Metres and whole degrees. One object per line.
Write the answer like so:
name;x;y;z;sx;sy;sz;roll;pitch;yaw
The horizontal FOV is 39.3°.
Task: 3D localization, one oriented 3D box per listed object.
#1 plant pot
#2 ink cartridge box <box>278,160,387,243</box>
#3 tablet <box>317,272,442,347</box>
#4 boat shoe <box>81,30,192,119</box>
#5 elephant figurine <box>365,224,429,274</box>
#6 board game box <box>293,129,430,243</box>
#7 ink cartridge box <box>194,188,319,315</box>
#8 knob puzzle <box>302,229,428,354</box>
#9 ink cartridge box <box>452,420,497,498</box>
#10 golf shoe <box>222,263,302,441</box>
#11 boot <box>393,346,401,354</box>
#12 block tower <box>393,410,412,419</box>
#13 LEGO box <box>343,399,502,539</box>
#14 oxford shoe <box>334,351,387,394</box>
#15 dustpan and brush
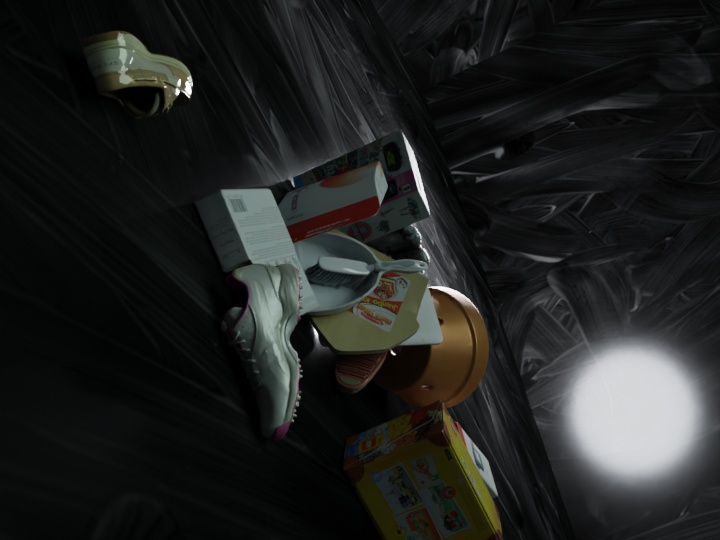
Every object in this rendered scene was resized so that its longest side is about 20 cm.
plant pot;0.090;0.123;1.636;0.139;0.199;0.203;8;57;-55
ink cartridge box;-0.048;-0.097;1.469;0.200;0.160;0.051;-64;135;-74
tablet;0.021;0.055;1.508;0.014;0.197;0.132;119;-36;-48
boat shoe;-0.239;-0.200;1.100;0.200;0.073;0.068;10;70;-73
elephant figurine;-0.001;-0.005;1.633;0.142;0.198;0.156;55;-19;23
board game box;-0.001;-0.119;1.609;0.065;0.197;0.149;55;17;-45
ink cartridge box;-0.126;-0.017;1.281;0.200;0.043;0.176;-21;88;-77
knob puzzle;-0.007;0.049;1.472;0.031;0.216;0.222;119;-35;-48
ink cartridge box;0.127;0.309;1.588;0.200;0.115;0.068;51;20;-48
golf shoe;-0.113;0.088;1.128;0.090;0.075;0.203;8;68;-24
boot;0.100;0.146;1.898;0.134;0.069;0.200;69;24;-3
block tower;0.122;0.315;1.696;0.201;0.053;0.058;56;18;-40
LEGO box;0.086;0.300;1.365;0.202;0.147;0.077;63;13;-19
oxford shoe;0.005;0.130;1.508;0.201;0.070;0.075;-60;165;-55
dustpan and brush;0.000;0.000;1.451;0.197;0.058;0.141;5;51;-23
